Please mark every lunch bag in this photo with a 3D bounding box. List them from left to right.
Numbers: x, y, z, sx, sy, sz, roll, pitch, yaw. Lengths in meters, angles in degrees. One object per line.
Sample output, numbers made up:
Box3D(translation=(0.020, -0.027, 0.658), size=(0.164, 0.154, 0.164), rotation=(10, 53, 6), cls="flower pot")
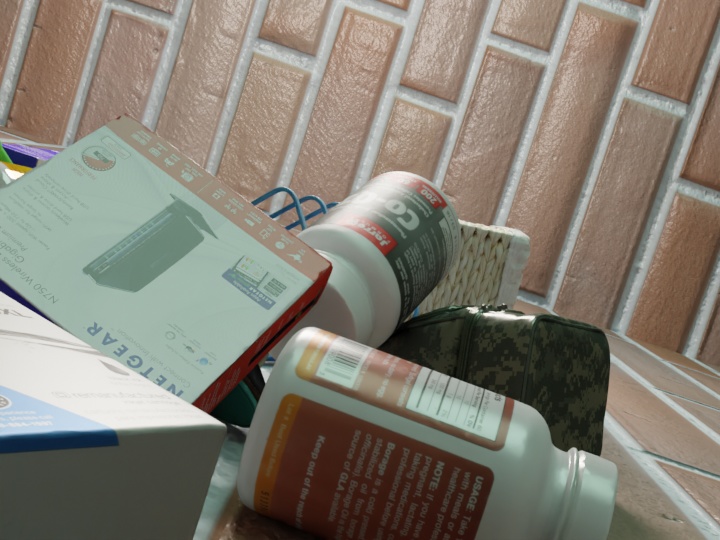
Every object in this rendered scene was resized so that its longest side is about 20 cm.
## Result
Box3D(translation=(0.116, 0.103, 0.863), size=(0.166, 0.141, 0.199), rotation=(2, -6, 36), cls="lunch bag")

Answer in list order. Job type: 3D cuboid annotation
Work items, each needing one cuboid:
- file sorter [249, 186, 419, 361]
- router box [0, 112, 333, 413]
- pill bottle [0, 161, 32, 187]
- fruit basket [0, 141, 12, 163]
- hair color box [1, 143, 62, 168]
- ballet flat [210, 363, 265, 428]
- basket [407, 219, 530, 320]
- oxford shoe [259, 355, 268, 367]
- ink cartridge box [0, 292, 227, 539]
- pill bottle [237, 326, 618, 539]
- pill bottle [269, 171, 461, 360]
Box3D(translation=(-0.045, 0.007, 0.967), size=(0.122, 0.140, 0.199), rotation=(-25, -17, 27), cls="file sorter")
Box3D(translation=(-0.147, 0.000, 0.646), size=(0.199, 0.049, 0.180), rotation=(36, 45, 9), cls="router box")
Box3D(translation=(-0.329, -0.045, 0.922), size=(0.108, 0.110, 0.199), rotation=(21, 6, 31), cls="pill bottle")
Box3D(translation=(-0.468, -0.121, 0.949), size=(0.213, 0.157, 0.216), rotation=(22, -9, 4), cls="fruit basket")
Box3D(translation=(-0.389, -0.090, 1.161), size=(0.064, 0.111, 0.200), rotation=(19, 6, 4), cls="hair color box")
Box3D(translation=(-0.131, 0.057, 0.736), size=(0.198, 0.074, 0.073), rotation=(19, 5, 31), cls="ballet flat")
Box3D(translation=(0.105, 0.025, 1.210), size=(0.159, 0.202, 0.198), rotation=(16, 5, -2), cls="basket")
Box3D(translation=(-0.166, 0.042, 0.873), size=(0.198, 0.076, 0.058), rotation=(22, -29, 19), cls="oxford shoe")
Box3D(translation=(-0.184, 0.068, 0.420), size=(0.199, 0.085, 0.145), rotation=(23, 7, 32), cls="ink cartridge box")
Box3D(translation=(0.039, 0.116, 0.545), size=(0.198, 0.113, 0.112), rotation=(20, 6, 8), cls="pill bottle")
Box3D(translation=(0.000, 0.000, 0.802), size=(0.113, 0.115, 0.200), rotation=(20, 32, 19), cls="pill bottle")
